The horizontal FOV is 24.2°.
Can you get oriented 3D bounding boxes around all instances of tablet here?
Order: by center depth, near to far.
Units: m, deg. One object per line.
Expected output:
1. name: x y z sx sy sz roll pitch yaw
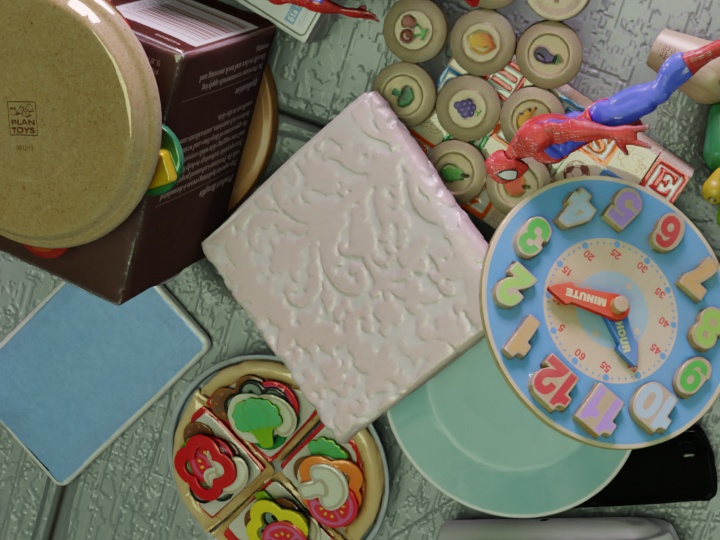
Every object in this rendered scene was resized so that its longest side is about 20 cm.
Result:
1. tablet: -0.235 0.079 1.441 0.200 0.014 0.130 -43 88 18

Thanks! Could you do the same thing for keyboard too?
1. keyboard: 0.180 0.141 1.343 0.200 0.040 0.104 -5 123 14

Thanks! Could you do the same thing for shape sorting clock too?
1. shape sorting clock: 0.178 0.028 1.193 0.200 0.039 0.200 4 77 -16

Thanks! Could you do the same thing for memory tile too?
1. memory tile: 0.085 -0.145 1.247 0.153 0.017 0.200 13 103 12

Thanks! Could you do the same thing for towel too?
1. towel: 0.000 0.000 1.260 0.191 0.032 0.200 -41 77 22

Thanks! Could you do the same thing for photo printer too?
1. photo printer: 0.169 0.279 1.348 0.200 0.069 0.167 -3 101 15

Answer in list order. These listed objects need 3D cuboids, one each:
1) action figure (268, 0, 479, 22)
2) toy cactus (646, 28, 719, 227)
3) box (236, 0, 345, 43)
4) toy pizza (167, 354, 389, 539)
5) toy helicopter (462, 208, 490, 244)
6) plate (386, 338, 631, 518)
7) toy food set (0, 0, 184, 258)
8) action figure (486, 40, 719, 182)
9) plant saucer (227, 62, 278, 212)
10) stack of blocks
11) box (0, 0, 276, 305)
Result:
1. action figure: -0.007 -0.220 1.230 0.200 0.052 0.066 6 88 24
2. toy cactus: 0.286 -0.125 1.230 0.165 0.102 0.200 28 116 18
3. box: -0.091 -0.276 1.305 0.200 0.060 0.117 34 108 6
4. toy pizza: -0.073 0.166 1.392 0.200 0.032 0.201 7 110 19
5. toy helicopter: 0.060 0.035 1.324 0.200 0.079 0.132 -26 94 22
6. plate: 0.114 0.087 1.261 0.200 0.026 0.201 4 103 18
7. toy food set: -0.222 -0.107 1.161 0.200 0.049 0.198 -14 99 24
8. action figure: 0.180 -0.110 1.184 0.200 0.065 0.052 -22 99 15
9. plant saucer: -0.166 -0.130 1.370 0.200 0.032 0.201 3 102 13
10. stack of blocks: 0.139 -0.082 1.285 0.200 0.059 0.115 33 107 6
11. box: -0.188 -0.111 1.266 0.164 0.166 0.200 23 111 14
